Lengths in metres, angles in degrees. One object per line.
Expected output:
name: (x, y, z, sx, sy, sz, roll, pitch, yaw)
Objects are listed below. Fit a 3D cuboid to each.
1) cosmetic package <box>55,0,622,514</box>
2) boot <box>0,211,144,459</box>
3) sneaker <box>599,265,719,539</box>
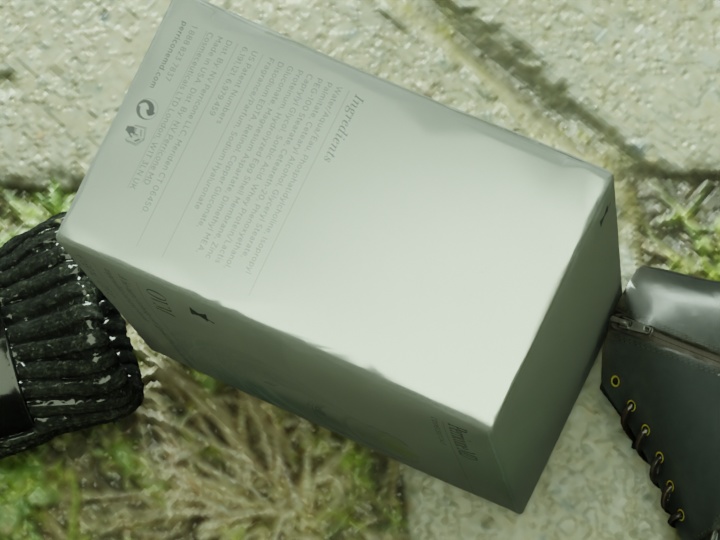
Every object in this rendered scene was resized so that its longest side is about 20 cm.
cosmetic package: (0.000, 0.000, 1.084, 0.200, 0.199, 0.123, 22, 79, 13)
boot: (-0.205, 0.000, 1.171, 0.158, 0.079, 0.211, -27, 84, 7)
sneaker: (0.150, 0.099, 1.115, 0.106, 0.075, 0.200, 10, 76, 22)
